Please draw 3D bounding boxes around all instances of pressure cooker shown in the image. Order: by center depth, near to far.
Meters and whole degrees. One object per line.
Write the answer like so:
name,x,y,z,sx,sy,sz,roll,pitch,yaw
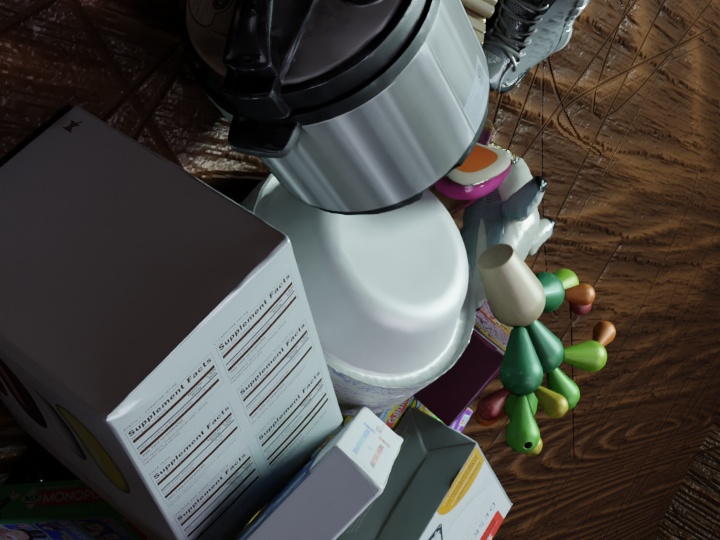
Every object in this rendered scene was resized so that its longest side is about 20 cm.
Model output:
pressure cooker,-0.017,-0.151,0.795,0.178,0.176,0.200,-30,149,6

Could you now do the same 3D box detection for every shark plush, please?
shark plush,0.097,-0.011,1.081,0.200,0.083,0.091,-61,156,-2

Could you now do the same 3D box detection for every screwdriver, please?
screwdriver,-0.218,0.204,0.970,0.200,0.028,0.029,69,28,-52

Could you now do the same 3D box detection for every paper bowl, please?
paper bowl,0.000,0.000,0.932,0.200,0.201,0.104,-30,174,-43

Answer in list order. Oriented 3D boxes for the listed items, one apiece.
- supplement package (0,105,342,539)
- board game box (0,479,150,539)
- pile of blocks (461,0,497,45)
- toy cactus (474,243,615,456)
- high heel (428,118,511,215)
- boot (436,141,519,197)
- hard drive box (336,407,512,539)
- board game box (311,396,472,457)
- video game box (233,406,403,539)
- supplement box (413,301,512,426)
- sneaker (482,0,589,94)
supplement package,-0.140,0.045,0.774,0.147,0.191,0.200,-46,149,-23
board game box,-0.188,0.207,0.928,0.200,0.134,0.029,69,17,-56
pile of blocks,0.067,-0.212,1.026,0.062,0.082,0.201,23,86,-19
toy cactus,0.134,0.048,1.010,0.200,0.102,0.165,-56,130,-36
high heel,0.077,-0.061,0.989,0.200,0.067,0.096,-56,165,-70
boot,0.050,-0.042,1.146,0.175,0.066,0.201,14,104,-49
hard drive box,0.061,0.242,1.184,0.156,0.077,0.200,-57,153,-13
board game box,0.013,0.143,1.212,0.103,0.105,0.200,-59,153,2
video game box,-0.058,0.184,0.824,0.200,0.047,0.182,-46,174,4
supplement box,0.084,0.066,1.176,0.086,0.110,0.200,-50,173,11
sneaker,0.140,-0.213,1.087,0.116,0.075,0.200,-47,164,-9
